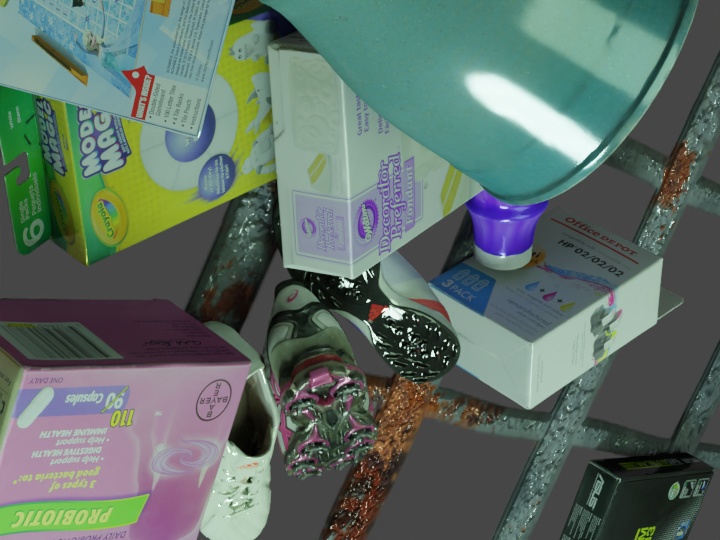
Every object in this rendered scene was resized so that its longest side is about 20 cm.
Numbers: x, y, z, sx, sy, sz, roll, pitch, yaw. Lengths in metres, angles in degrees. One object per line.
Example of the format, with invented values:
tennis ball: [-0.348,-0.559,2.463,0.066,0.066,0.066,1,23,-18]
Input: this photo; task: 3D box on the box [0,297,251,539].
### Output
box: [-0.184,0.127,0.927,0.175,0.096,0.202,3,112,-48]

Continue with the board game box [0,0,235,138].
board game box: [-0.146,-0.180,0.703,0.197,0.041,0.202,15,120,-9]

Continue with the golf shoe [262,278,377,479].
golf shoe: [-0.031,0.081,1.080,0.072,0.093,0.201,-15,151,-9]

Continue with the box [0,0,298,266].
box: [-0.122,-0.086,0.901,0.199,0.048,0.119,-27,130,-32]

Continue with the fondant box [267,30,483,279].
fondant box: [0.021,-0.099,0.984,0.199,0.058,0.146,-33,127,-50]

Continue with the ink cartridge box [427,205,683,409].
ink cartridge box: [0.162,0.017,1.217,0.199,0.115,0.069,-29,133,-33]

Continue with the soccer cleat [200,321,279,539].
soccer cleat: [-0.088,0.126,1.044,0.069,0.077,0.202,-31,133,-30]

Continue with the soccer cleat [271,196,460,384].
soccer cleat: [0.000,0.000,1.084,0.068,0.074,0.200,-36,124,11]

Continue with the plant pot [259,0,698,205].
plant pot: [0.050,-0.167,0.816,0.186,0.200,0.202,26,94,-25]

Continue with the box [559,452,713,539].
box: [0.268,0.287,1.557,0.192,0.047,0.202,4,110,-51]

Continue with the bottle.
bottle: [0.111,-0.097,1.130,0.083,0.065,0.202,-26,130,-36]
